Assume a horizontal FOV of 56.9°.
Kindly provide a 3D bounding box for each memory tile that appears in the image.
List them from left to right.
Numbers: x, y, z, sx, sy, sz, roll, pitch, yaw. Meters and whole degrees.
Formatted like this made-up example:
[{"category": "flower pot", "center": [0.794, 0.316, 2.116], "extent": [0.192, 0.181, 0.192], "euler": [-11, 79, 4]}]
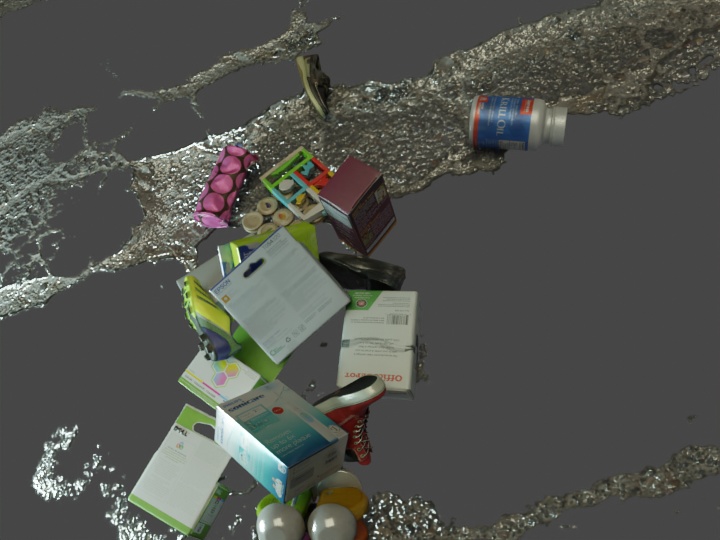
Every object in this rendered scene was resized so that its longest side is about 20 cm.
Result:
[{"category": "memory tile", "center": [-0.157, -0.136, 1.505], "extent": [0.153, 0.017, 0.200], "euler": [36, 72, 25]}]

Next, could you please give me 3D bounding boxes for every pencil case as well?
[{"category": "pencil case", "center": [-0.310, -0.192, 1.537], "extent": [0.093, 0.091, 0.201], "euler": [15, 71, 11]}]

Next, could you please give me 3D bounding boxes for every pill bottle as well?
[{"category": "pill bottle", "center": [0.341, -0.318, 1.439], "extent": [0.199, 0.112, 0.113], "euler": [6, 67, 15]}]

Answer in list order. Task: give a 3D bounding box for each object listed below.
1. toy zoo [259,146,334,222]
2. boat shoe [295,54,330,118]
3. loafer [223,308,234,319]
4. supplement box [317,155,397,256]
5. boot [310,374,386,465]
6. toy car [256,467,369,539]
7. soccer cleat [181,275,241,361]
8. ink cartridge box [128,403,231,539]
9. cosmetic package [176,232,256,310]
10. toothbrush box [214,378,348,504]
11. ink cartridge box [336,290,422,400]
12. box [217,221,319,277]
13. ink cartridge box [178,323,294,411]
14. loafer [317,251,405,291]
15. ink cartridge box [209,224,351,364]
[{"category": "toy zoo", "center": [-0.120, -0.188, 1.507], "extent": [0.131, 0.020, 0.200], "euler": [-40, 63, -14]}, {"category": "boat shoe", "center": [-0.106, -0.460, 1.624], "extent": [0.065, 0.073, 0.201], "euler": [-24, 63, 6]}, {"category": "loafer", "center": [-0.187, 0.085, 1.377], "extent": [0.199, 0.075, 0.070], "euler": [-11, 93, 1]}, {"category": "supplement box", "center": [-0.002, -0.127, 1.374], "extent": [0.085, 0.200, 0.110], "euler": [33, 76, 24]}, {"category": "boot", "center": [0.004, 0.276, 1.197], "extent": [0.072, 0.200, 0.145], "euler": [-32, 88, -44]}, {"category": "toy car", "center": [-0.082, 0.446, 1.166], "extent": [0.199, 0.175, 0.151], "euler": [-3, 103, 7]}, {"category": "soccer cleat", "center": [-0.302, 0.093, 1.338], "extent": [0.083, 0.065, 0.201], "euler": [-14, 60, -28]}, {"category": "ink cartridge box", "center": [-0.317, 0.382, 1.268], "extent": [0.147, 0.076, 0.201], "euler": [20, 67, 21]}, {"category": "cosmetic package", "center": [-0.279, 0.022, 1.431], "extent": [0.200, 0.090, 0.107], "euler": [-33, 63, -1]}, {"category": "toothbrush box", "center": [-0.143, 0.297, 1.187], "extent": [0.200, 0.086, 0.146], "euler": [28, 31, 36]}, {"category": "ink cartridge box", "center": [0.040, 0.146, 1.303], "extent": [0.146, 0.083, 0.201], "euler": [1, 66, 14]}, {"category": "box", "center": [-0.180, -0.017, 1.352], "extent": [0.199, 0.123, 0.048], "euler": [-18, 23, -29]}, {"category": "ink cartridge box", "center": [-0.245, 0.187, 1.350], "extent": [0.147, 0.076, 0.200], "euler": [29, 75, 22]}, {"category": "loafer", "center": [0.000, 0.000, 1.397], "extent": [0.199, 0.073, 0.072], "euler": [22, 50, 17]}, {"category": "ink cartridge box", "center": [-0.154, 0.046, 1.295], "extent": [0.196, 0.043, 0.200], "euler": [-40, 96, 6]}]
